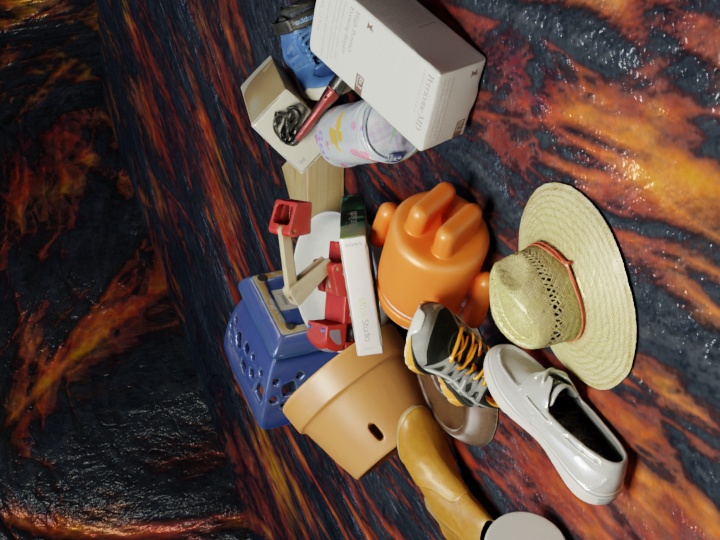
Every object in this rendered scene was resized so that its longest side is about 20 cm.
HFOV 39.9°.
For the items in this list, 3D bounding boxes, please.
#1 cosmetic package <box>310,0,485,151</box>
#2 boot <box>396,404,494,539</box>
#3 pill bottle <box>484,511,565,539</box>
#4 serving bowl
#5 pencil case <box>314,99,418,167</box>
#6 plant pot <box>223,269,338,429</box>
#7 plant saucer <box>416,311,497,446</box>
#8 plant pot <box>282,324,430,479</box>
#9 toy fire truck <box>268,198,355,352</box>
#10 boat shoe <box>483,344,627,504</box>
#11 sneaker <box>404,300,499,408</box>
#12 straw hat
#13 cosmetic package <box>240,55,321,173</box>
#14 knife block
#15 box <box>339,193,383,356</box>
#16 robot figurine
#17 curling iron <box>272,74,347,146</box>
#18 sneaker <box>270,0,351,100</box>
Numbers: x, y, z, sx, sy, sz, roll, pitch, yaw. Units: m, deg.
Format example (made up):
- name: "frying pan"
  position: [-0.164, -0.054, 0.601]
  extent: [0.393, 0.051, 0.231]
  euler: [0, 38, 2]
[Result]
- name: "cosmetic package"
  position: [0.035, -0.233, 1.065]
  extent: [0.200, 0.073, 0.103]
  euler: [47, 143, 29]
- name: "boot"
  position: [0.121, 0.280, 1.279]
  extent: [0.144, 0.070, 0.204]
  euler: [33, 146, 54]
- name: "pill bottle"
  position: [0.175, 0.374, 1.129]
  extent: [0.114, 0.111, 0.203]
  euler: [-125, 28, -44]
- name: "serving bowl"
  position: [-0.015, 0.013, 1.433]
  extent: [0.198, 0.065, 0.205]
  euler: [11, 105, 48]
- name: "pencil case"
  position: [0.010, -0.173, 1.236]
  extent: [0.199, 0.089, 0.085]
  euler: [-170, 76, -69]
- name: "plant pot"
  position: [-0.097, 0.106, 1.587]
  extent: [0.182, 0.196, 0.201]
  euler: [101, 149, -41]
- name: "plant saucer"
  position: [0.111, 0.128, 1.256]
  extent: [0.200, 0.031, 0.205]
  euler: [166, 91, -71]
- name: "plant pot"
  position: [0.009, 0.192, 1.380]
  extent: [0.141, 0.198, 0.201]
  euler: [52, 156, 12]
- name: "toy fire truck"
  position: [-0.058, 0.010, 1.323]
  extent: [0.048, 0.139, 0.205]
  euler: [11, 99, 47]
- name: "boat shoe"
  position: [0.191, 0.135, 0.979]
  extent: [0.069, 0.071, 0.201]
  euler: [103, 149, -41]
- name: "sneaker"
  position: [0.112, 0.094, 1.075]
  extent: [0.076, 0.080, 0.200]
  euler: [12, 161, 36]
- name: "straw hat"
  position: [0.169, 0.025, 0.936]
  extent: [0.201, 0.083, 0.205]
  euler: [164, 90, -71]
- name: "cosmetic package"
  position: [-0.107, -0.227, 1.415]
  extent: [0.105, 0.071, 0.201]
  euler: [42, -169, -27]
- name: "knife block"
  position: [-0.060, -0.095, 1.526]
  extent: [0.200, 0.063, 0.179]
  euler: [152, 102, -70]
- name: "box"
  position: [0.000, 0.000, 1.227]
  extent: [0.200, 0.035, 0.148]
  euler: [-96, -3, -73]
- name: "robot figurine"
  position: [0.079, -0.007, 1.120]
  extent: [0.202, 0.140, 0.119]
  euler: [104, 172, -54]
- name: "curling iron"
  position: [-0.045, -0.233, 1.272]
  extent: [0.199, 0.049, 0.026]
  euler: [-41, 24, 26]
- name: "sneaker"
  position: [-0.069, -0.312, 1.369]
  extent: [0.200, 0.075, 0.113]
  euler: [-124, 17, -58]
